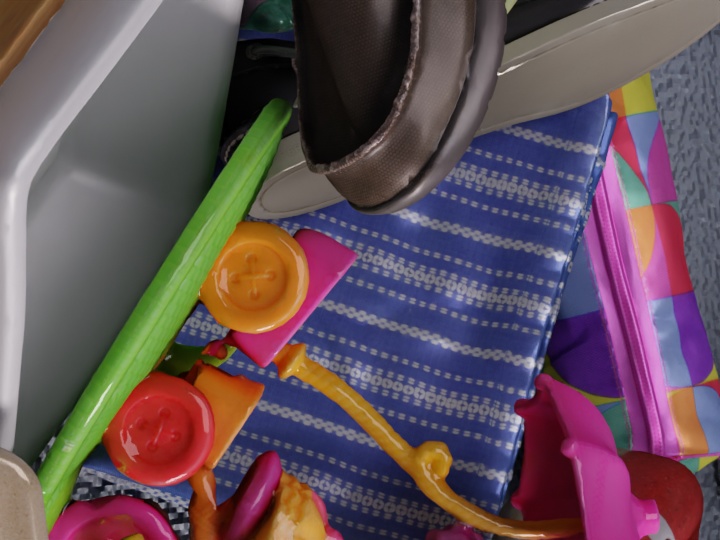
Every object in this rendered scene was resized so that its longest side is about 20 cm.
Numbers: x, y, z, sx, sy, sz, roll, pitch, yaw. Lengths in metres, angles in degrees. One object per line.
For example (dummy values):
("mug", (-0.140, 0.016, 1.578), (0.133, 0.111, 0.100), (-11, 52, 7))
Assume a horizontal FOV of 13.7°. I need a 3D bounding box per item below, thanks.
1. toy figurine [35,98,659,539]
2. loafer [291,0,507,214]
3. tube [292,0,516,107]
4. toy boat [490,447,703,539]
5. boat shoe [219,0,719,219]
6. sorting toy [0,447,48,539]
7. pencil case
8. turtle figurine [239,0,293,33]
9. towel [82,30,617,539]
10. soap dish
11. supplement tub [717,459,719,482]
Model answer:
("toy figurine", (-0.003, 0.078, 0.942), (0.184, 0.150, 0.200), (32, 88, -1))
("loafer", (-0.006, -0.114, 0.904), (0.071, 0.073, 0.200), (11, 69, -36))
("tube", (0.046, -0.121, 1.005), (0.052, 0.058, 0.200), (25, 45, 7))
("toy boat", (0.109, 0.160, 1.056), (0.131, 0.131, 0.200), (-46, 134, -40))
("boat shoe", (0.041, -0.084, 1.032), (0.200, 0.073, 0.063), (-23, 71, -8))
("sorting toy", (-0.167, 0.165, 0.861), (0.200, 0.036, 0.185), (-29, 126, -39))
("pencil case", (0.084, -0.014, 1.132), (0.088, 0.088, 0.200), (-15, 92, -44))
("turtle figurine", (-0.025, -0.188, 0.996), (0.150, 0.101, 0.200), (-25, 120, -37))
("towel", (0.000, 0.000, 1.039), (0.145, 0.024, 0.200), (18, 65, 0))
("soap dish", (-0.103, -0.040, 0.901), (0.081, 0.200, 0.157), (26, 57, 10))
("supplement tub", (0.257, 0.068, 1.196), (0.140, 0.200, 0.140), (10, 75, -41))
